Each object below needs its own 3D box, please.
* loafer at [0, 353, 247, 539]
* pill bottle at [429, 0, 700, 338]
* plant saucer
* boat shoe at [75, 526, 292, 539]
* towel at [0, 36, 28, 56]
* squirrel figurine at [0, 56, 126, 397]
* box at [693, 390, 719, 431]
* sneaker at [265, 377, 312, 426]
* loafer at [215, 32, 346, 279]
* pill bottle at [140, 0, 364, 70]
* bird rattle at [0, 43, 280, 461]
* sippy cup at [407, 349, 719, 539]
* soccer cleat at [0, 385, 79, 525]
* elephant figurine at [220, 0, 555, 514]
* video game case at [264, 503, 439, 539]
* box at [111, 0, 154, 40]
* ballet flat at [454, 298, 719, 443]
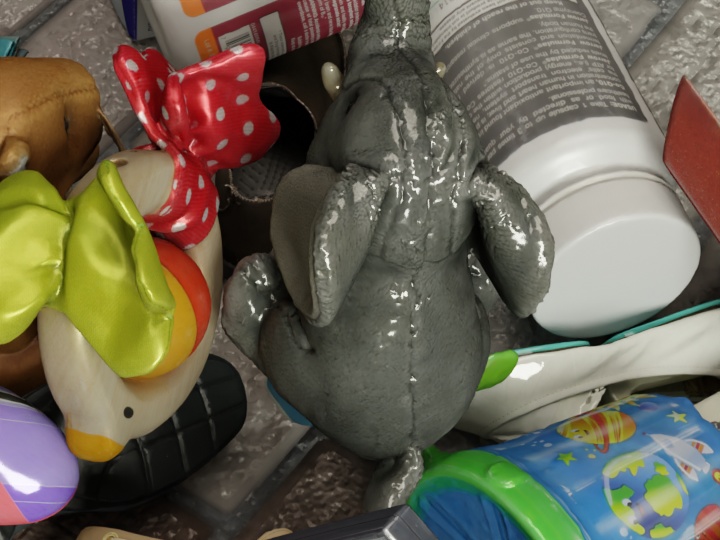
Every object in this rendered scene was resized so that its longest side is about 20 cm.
[{"bbox_3d":[-0.152,0.087,0.884,0.200,0.072,0.073,-18,97,-23],"label":"loafer"},{"bbox_3d":[0.104,-0.069,0.997,0.113,0.113,0.200,-10,50,-13],"label":"pill bottle"},{"bbox_3d":[0.229,0.018,0.929,0.037,0.200,0.200,-36,58,11],"label":"plant saucer"},{"bbox_3d":[-0.044,0.152,0.846,0.200,0.074,0.069,7,58,-1],"label":"boat shoe"},{"bbox_3d":[-0.311,-0.107,1.044,0.200,0.022,0.147,17,53,7],"label":"towel"},{"bbox_3d":[-0.192,-0.013,0.882,0.200,0.187,0.142,-27,61,-24],"label":"squirrel figurine"},{"bbox_3d":[0.233,0.146,0.885,0.082,0.068,0.200,-25,59,-25],"label":"box"},{"bbox_3d":[0.000,0.000,0.962,0.081,0.077,0.200,-21,30,24],"label":"sneaker"},{"bbox_3d":[-0.041,-0.085,1.026,0.073,0.071,0.200,6,53,-2],"label":"loafer"},{"bbox_3d":[-0.025,-0.184,0.997,0.200,0.110,0.110,-23,58,-6],"label":"pill bottle"},{"bbox_3d":[-0.106,-0.009,0.820,0.113,0.163,0.200,5,29,14],"label":"bird rattle"},{"bbox_3d":[0.110,0.124,0.851,0.130,0.140,0.178,-26,103,-29],"label":"sippy cup"},{"bbox_3d":[-0.212,0.046,0.795,0.200,0.076,0.067,32,64,2],"label":"soccer cleat"},{"bbox_3d":[0.013,-0.022,0.779,0.155,0.200,0.142,37,54,14],"label":"elephant figurine"},{"bbox_3d":[0.047,0.179,0.739,0.200,0.143,0.019,48,61,-8],"label":"video game case"},{"bbox_3d":[-0.059,-0.253,1.080,0.200,0.184,0.105,-17,58,-19],"label":"box"},{"bbox_3d":[0.124,0.064,0.944,0.200,0.069,0.069,-12,55,-16],"label":"ballet flat"}]
